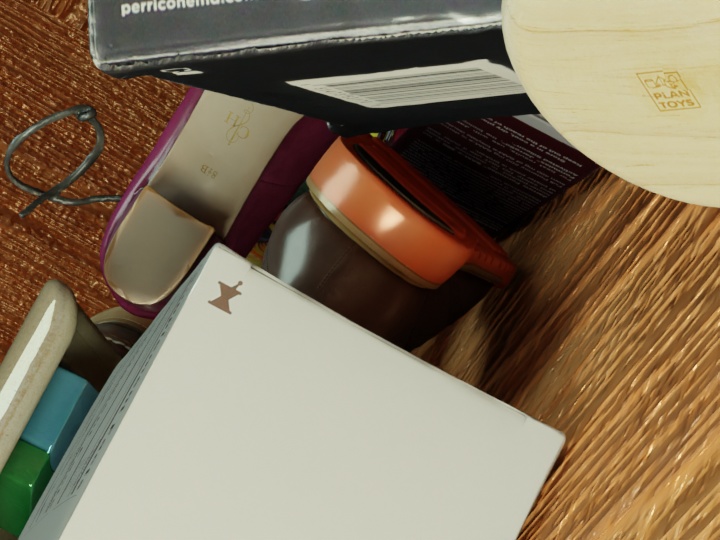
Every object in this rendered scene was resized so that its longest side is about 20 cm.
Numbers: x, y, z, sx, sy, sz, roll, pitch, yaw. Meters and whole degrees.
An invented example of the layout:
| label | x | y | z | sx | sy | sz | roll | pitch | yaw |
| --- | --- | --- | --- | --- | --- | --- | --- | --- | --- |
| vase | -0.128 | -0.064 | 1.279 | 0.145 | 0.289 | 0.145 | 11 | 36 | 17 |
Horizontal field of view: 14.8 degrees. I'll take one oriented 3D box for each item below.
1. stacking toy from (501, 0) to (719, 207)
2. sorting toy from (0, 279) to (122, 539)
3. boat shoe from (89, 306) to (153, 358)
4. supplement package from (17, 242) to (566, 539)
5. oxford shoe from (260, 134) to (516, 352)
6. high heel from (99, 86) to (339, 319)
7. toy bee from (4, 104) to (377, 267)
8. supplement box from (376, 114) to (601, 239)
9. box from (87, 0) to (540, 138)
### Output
| label | x | y | z | sx | sy | sz | roll | pitch | yaw |
| --- | --- | --- | --- | --- | --- | --- | --- | --- | --- |
| stacking toy | 0.110 | -0.112 | 0.645 | 0.200 | 0.085 | 0.085 | -59 | 3 | -31 |
| sorting toy | -0.128 | 0.110 | 0.999 | 0.185 | 0.036 | 0.200 | -63 | -9 | -12 |
| boat shoe | -0.141 | 0.103 | 1.187 | 0.200 | 0.070 | 0.070 | -64 | -1 | 34 |
| supplement package | -0.035 | 0.081 | 0.808 | 0.110 | 0.114 | 0.200 | -63 | 5 | -15 |
| oxford shoe | 0.000 | 0.000 | 0.919 | 0.073 | 0.071 | 0.200 | -49 | -10 | 5 |
| high heel | -0.032 | -0.067 | 1.049 | 0.200 | 0.067 | 0.096 | -48 | 0 | -1 |
| toy bee | -0.038 | -0.002 | 1.154 | 0.109 | 0.200 | 0.131 | 55 | 148 | 37 |
| supplement box | 0.062 | -0.081 | 0.969 | 0.109 | 0.061 | 0.200 | -64 | 5 | -11 |
| box | 0.011 | -0.146 | 0.740 | 0.197 | 0.117 | 0.200 | 4 | -99 | -72 |
